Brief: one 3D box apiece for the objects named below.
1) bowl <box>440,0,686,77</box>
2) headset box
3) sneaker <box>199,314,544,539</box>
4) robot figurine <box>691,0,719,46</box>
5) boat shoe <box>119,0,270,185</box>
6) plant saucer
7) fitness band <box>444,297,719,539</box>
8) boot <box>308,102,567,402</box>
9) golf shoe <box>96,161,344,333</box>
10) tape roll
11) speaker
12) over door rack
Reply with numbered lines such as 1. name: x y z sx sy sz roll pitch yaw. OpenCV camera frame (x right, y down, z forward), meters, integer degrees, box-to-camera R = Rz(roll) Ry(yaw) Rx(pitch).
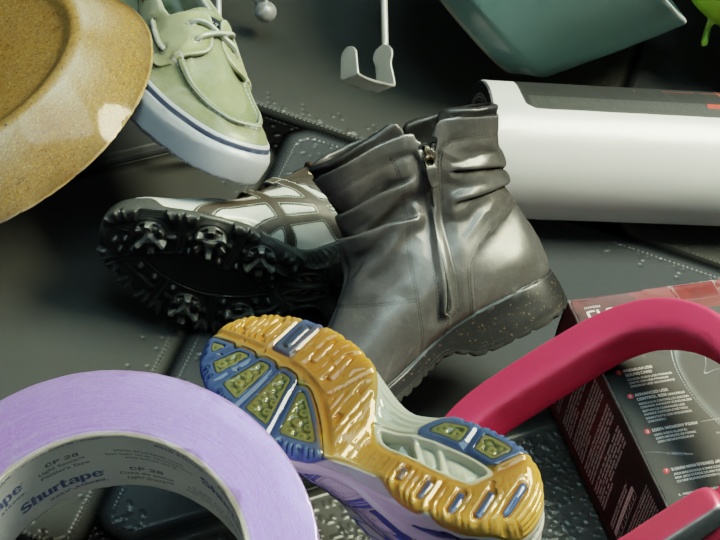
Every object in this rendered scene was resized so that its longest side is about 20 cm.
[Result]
1. bowl: 0.094 -0.195 1.526 0.105 0.201 0.201 -38 55 10
2. headset box: 0.195 0.087 1.337 0.149 0.077 0.200 -8 48 -20
3. sneaker: 0.001 0.097 1.236 0.200 0.088 0.075 32 60 29
4. robot figurine: 0.278 -0.217 1.542 0.200 0.116 0.176 -28 85 2
5. boat shoe: -0.098 -0.116 1.394 0.072 0.062 0.200 16 22 -35
6. plant saucer: -0.210 -0.096 1.375 0.200 0.035 0.200 -17 40 15
7. fitness band: 0.116 0.098 1.263 0.200 0.037 0.144 -32 49 12
8. boot: 0.000 0.000 1.315 0.200 0.132 0.070 -29 14 -17
9. golf shoe: -0.048 -0.016 1.386 0.200 0.078 0.095 12 41 -17
10. tape roll: -0.115 0.149 1.166 0.200 0.066 0.200 -2 63 4
11. speaker: 0.164 -0.066 1.475 0.200 0.081 0.081 2 47 -11
12. over door rack: -0.027 -0.161 1.467 0.067 0.148 0.200 34 52 -38
